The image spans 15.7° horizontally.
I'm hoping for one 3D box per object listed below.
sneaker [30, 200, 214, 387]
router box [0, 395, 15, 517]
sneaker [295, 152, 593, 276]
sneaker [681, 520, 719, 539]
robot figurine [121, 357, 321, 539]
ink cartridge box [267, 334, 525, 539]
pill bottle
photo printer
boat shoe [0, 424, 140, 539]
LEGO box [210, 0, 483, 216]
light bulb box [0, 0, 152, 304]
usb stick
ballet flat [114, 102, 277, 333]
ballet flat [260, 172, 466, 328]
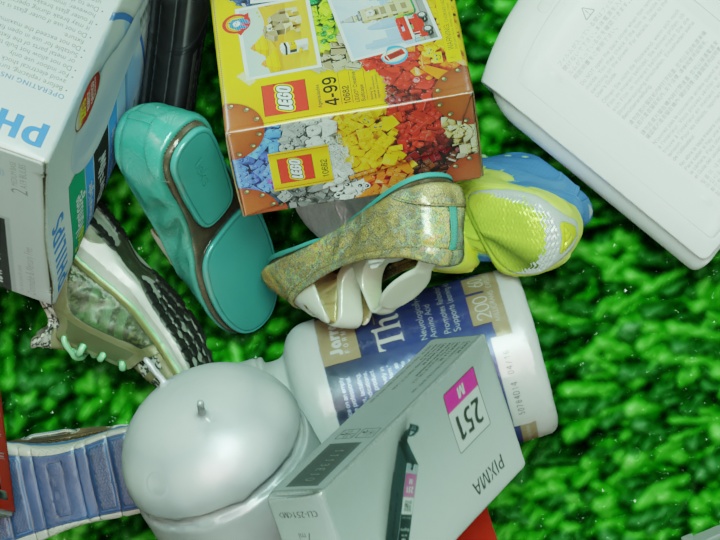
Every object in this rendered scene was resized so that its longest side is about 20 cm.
[{"bbox_3d":[-0.167,0.033,1.677,0.089,0.077,0.200,-38,86,12],"label":"sneaker"},{"bbox_3d":[-0.327,0.081,1.643,0.200,0.049,0.180,-10,78,12],"label":"router box"},{"bbox_3d":[0.058,-0.042,1.671,0.200,0.105,0.076,16,111,27],"label":"sneaker"},{"bbox_3d":[0.272,0.198,1.690,0.200,0.076,0.081,-21,105,6],"label":"sneaker"},{"bbox_3d":[-0.070,0.135,1.555,0.113,0.170,0.200,-46,128,-25],"label":"robot figurine"},{"bbox_3d":[0.036,0.158,1.525,0.044,0.200,0.174,-6,112,35],"label":"ink cartridge box"},{"bbox_3d":[0.017,0.075,1.653,0.200,0.111,0.111,-15,94,1],"label":"pill bottle"},{"bbox_3d":[0.189,-0.124,1.660,0.200,0.069,0.166,38,93,-3],"label":"photo printer"},{"bbox_3d":[-0.202,0.139,1.675,0.200,0.072,0.072,-6,91,8],"label":"boat shoe"},{"bbox_3d":[-0.014,-0.139,1.598,0.149,0.200,0.077,-9,137,0],"label":"LEGO box"},{"bbox_3d":[-0.205,-0.119,1.559,0.125,0.198,0.200,19,65,4],"label":"light bulb box"},{"bbox_3d":[-0.115,-0.128,1.605,0.033,0.200,0.055,17,54,3],"label":"usb stick"},{"bbox_3d":[-0.105,-0.039,1.639,0.070,0.200,0.067,29,66,32],"label":"ballet flat"},{"bbox_3d":[0.000,0.000,1.592,0.071,0.200,0.071,12,67,-30],"label":"ballet flat"}]
